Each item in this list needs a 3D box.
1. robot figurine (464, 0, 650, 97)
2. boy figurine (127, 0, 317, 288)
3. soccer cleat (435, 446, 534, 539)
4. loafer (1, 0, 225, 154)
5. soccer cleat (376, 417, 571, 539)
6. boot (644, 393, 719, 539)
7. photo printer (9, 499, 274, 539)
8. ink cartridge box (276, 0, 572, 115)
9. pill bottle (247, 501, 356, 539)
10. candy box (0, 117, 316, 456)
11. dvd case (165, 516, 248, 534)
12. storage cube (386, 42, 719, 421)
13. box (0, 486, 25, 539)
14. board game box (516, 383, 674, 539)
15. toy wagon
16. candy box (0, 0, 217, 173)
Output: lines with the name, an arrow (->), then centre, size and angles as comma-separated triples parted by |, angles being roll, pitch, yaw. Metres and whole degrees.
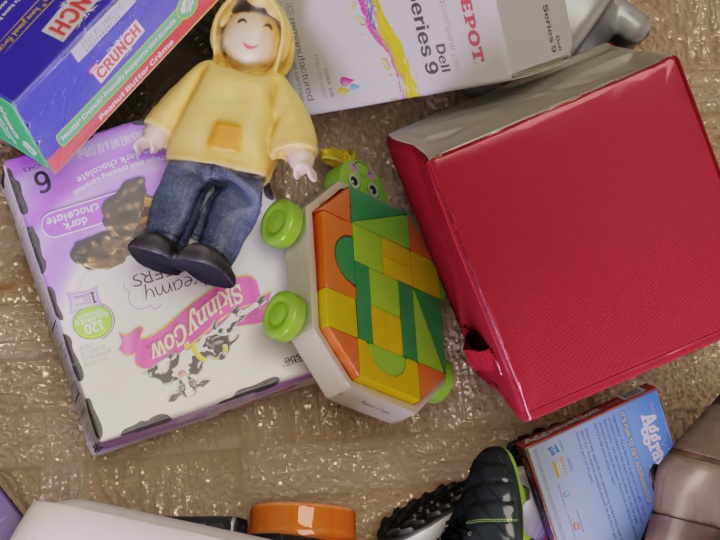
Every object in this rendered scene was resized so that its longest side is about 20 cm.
robot figurine -> 0.106, -0.203, 1.591 | 0.200, 0.113, 0.170 | 36, 83, -1
boy figurine -> -0.082, -0.090, 1.479 | 0.124, 0.064, 0.201 | 16, 76, 14
soccer cleat -> 0.059, 0.211, 1.460 | 0.081, 0.067, 0.201 | 10, 90, -20
loafer -> -0.166, -0.150, 1.555 | 0.199, 0.076, 0.068 | -32, 42, -5
soccer cleat -> 0.108, 0.163, 1.543 | 0.199, 0.068, 0.074 | -27, 104, -17
boot -> 0.264, 0.171, 1.528 | 0.200, 0.070, 0.147 | 40, 69, -33
photo printer -> -0.132, 0.231, 1.373 | 0.199, 0.069, 0.167 | 13, 77, 1
ink cartridge box -> 0.028, -0.190, 1.509 | 0.087, 0.199, 0.146 | -25, 105, -52
pill bottle -> -0.042, 0.252, 1.468 | 0.106, 0.106, 0.201 | 5, 77, -9
candy box -> -0.131, 0.003, 1.524 | 0.167, 0.072, 0.201 | -18, 81, -14
dvd case -> -0.147, 0.257, 1.448 | 0.149, 0.025, 0.201 | -3, 76, 26
storage cube -> 0.139, -0.032, 1.477 | 0.199, 0.171, 0.181 | -24, 101, -4
box -> -0.324, 0.140, 1.443 | 0.148, 0.104, 0.200 | -39, 87, -15
board game box -> 0.181, 0.187, 1.528 | 0.102, 0.019, 0.201 | -22, 105, -13
toy wagon -> 0.000, 0.000, 1.522 | 0.155, 0.039, 0.201 | 24, 52, -41
candy box -> -0.218, -0.181, 1.498 | 0.200, 0.077, 0.169 | 31, 71, 37
